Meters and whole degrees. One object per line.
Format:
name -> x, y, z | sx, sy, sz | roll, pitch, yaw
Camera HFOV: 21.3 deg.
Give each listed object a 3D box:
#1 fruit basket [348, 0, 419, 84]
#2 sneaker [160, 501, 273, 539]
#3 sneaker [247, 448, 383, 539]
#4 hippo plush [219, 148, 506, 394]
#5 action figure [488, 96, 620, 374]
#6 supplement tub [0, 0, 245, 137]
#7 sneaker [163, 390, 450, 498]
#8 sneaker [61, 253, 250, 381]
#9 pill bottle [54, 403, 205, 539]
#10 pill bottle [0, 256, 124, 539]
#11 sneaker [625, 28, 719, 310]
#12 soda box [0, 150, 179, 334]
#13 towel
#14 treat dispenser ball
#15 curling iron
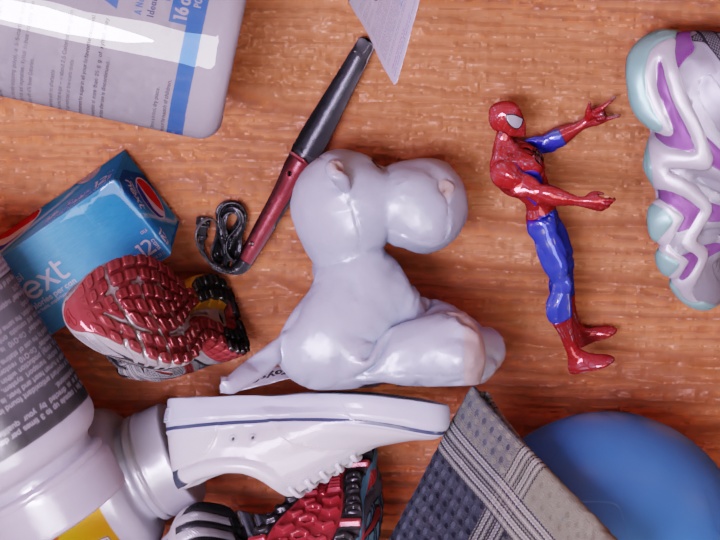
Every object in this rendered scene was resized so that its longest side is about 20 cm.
fruit basket -> 0.036, -0.230, 1.164 | 0.093, 0.200, 0.186 | 9, 113, -19
sneaker -> -0.094, 0.229, 1.404 | 0.115, 0.075, 0.199 | -37, 140, 25
sneaker -> -0.017, 0.195, 1.340 | 0.079, 0.200, 0.096 | -8, 114, 20
hippo plush -> 0.000, 0.000, 1.313 | 0.198, 0.159, 0.162 | -2, 87, -5
action figure -> 0.152, -0.036, 1.317 | 0.098, 0.065, 0.201 | -20, 113, 17
supplement tub -> -0.175, -0.166, 1.218 | 0.199, 0.132, 0.133 | 12, 112, -6
sneaker -> -0.036, 0.119, 1.315 | 0.198, 0.073, 0.071 | -2, 87, 11
sneaker -> -0.147, 0.044, 1.290 | 0.082, 0.200, 0.078 | -24, 74, 16
pill bottle -> -0.216, 0.169, 1.378 | 0.199, 0.109, 0.110 | -24, 111, 9
pill bottle -> -0.247, 0.079, 1.249 | 0.113, 0.114, 0.201 | -29, 98, 12
sneaker -> 0.261, -0.067, 1.276 | 0.139, 0.078, 0.201 | -4, 115, 25
soda box -> -0.226, 0.004, 1.333 | 0.199, 0.064, 0.068 | -33, 109, 13
towel -> 0.088, 0.207, 1.267 | 0.034, 0.200, 0.193 | 12, 114, -36
treat dispenser ball -> 0.172, 0.200, 1.341 | 0.199, 0.201, 0.202 | 0, 113, 0
curling iron -> -0.051, -0.077, 1.319 | 0.049, 0.026, 0.200 | 33, 109, -16
